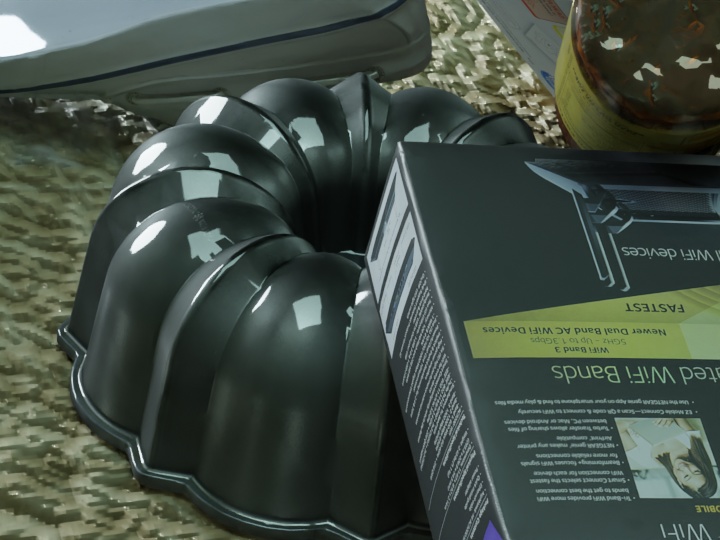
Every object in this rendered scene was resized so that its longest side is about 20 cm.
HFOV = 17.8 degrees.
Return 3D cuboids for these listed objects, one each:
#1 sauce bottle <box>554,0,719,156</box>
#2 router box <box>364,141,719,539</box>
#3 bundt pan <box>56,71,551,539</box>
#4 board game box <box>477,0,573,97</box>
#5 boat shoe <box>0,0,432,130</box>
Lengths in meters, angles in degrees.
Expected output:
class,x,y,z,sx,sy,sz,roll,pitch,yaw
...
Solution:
class,x,y,z,sx,sy,sz,roll,pitch,yaw
sauce bottle,0.095,-0.063,0.748,0.066,0.066,0.200,10,-4,4
router box,0.113,0.036,0.657,0.199,0.052,0.157,2,44,-15
bundt pan,0.000,0.000,0.770,0.201,0.076,0.202,4,36,-3
board game box,0.107,-0.103,0.824,0.040,0.153,0.200,-51,36,-12
boat shoe,-0.071,-0.084,0.881,0.199,0.065,0.074,-5,40,19
